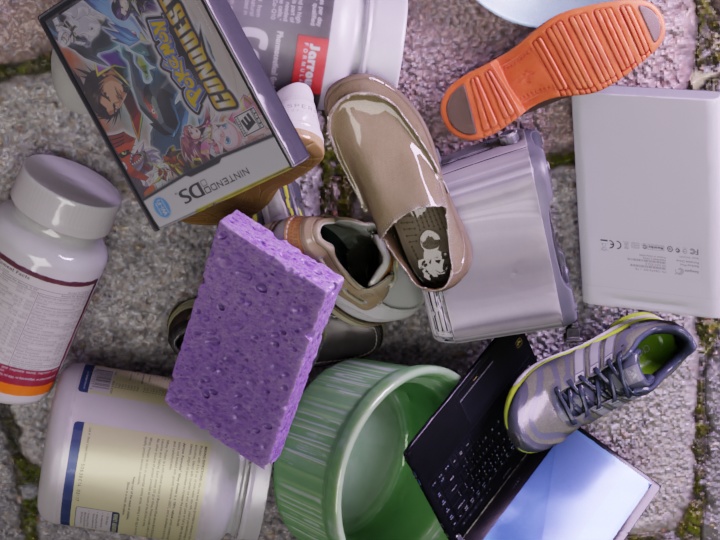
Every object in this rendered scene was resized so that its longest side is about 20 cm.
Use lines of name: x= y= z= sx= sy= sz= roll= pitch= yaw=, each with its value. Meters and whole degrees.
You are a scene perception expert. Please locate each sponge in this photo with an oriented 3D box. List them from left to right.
sponge: x=-0.092 y=0.061 z=1.374 sx=0.111 sy=0.030 sz=0.201 roll=31 pitch=125 yaw=15

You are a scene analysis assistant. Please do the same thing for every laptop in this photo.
laptop: x=0.157 y=0.178 z=1.474 sx=0.177 sy=0.103 sz=0.201 roll=-48 pitch=130 yaw=-28

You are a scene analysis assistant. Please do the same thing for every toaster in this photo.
toaster: x=0.114 y=-0.019 z=1.436 sx=0.128 sy=0.114 sz=0.201 roll=-12 pitch=110 yaw=7

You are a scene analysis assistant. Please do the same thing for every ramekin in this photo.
ramekin: x=0.015 y=0.174 z=1.473 sx=0.199 sy=0.097 sz=0.202 roll=-14 pitch=109 yaw=-44

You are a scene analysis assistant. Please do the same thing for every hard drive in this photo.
hard drive: x=0.253 y=-0.061 z=1.438 sx=0.131 sy=0.027 sz=0.201 roll=7 pitch=117 yaw=28

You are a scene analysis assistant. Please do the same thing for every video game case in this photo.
video game case: x=-0.150 y=-0.145 z=1.295 sx=0.180 sy=0.025 sz=0.201 roll=-20 pitch=102 yaw=44

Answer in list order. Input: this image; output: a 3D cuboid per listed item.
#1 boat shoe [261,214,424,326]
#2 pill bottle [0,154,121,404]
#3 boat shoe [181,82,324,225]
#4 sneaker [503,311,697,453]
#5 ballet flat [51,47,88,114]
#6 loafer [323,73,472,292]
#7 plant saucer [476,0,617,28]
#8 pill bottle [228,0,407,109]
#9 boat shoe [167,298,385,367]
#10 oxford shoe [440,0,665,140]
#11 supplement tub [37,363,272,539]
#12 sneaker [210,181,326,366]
boat shoe: x=0.000 y=0.000 z=1.412 sx=0.068 sy=0.075 sz=0.199 roll=-15 pitch=160 yaw=37
pill bottle: x=-0.286 y=0.008 z=1.437 sx=0.109 sy=0.110 sz=0.201 roll=22 pitch=110 yaw=-10
boat shoe: x=-0.097 y=-0.096 z=1.365 sx=0.071 sy=0.070 sz=0.199 roll=20 pitch=149 yaw=-36
sneaker: x=0.212 y=0.095 z=1.462 sx=0.199 sy=0.081 sz=0.074 roll=-33 pitch=97 yaw=-20
ballet flat: x=-0.209 y=-0.215 z=1.371 sx=0.069 sy=0.070 sz=0.201 roll=25 pitch=110 yaw=-11
loafer: x=0.035 y=-0.067 z=1.328 sx=0.076 sy=0.068 sz=0.201 roll=-29 pitch=109 yaw=11
plant saucer: x=0.163 y=-0.298 z=1.351 sx=0.199 sy=0.039 sz=0.202 roll=-1 pitch=122 yaw=-2
pill bottle: x=-0.066 y=-0.194 z=1.356 sx=0.198 sy=0.114 sz=0.115 roll=8 pitch=112 yaw=-4
boat shoe: x=-0.077 y=0.064 z=1.490 sx=0.199 sy=0.066 sz=0.072 roll=2 pitch=113 yaw=-2
oxford shoe: x=0.161 y=-0.176 z=1.391 sx=0.199 sy=0.073 sz=0.072 roll=-22 pitch=98 yaw=14
supplement tub: x=-0.182 y=0.168 z=1.488 sx=0.198 sy=0.145 sz=0.146 roll=10 pitch=112 yaw=-6
sneaker: x=-0.085 y=-0.002 z=1.446 sx=0.084 sy=0.074 sz=0.202 roll=-12 pitch=84 yaw=17
